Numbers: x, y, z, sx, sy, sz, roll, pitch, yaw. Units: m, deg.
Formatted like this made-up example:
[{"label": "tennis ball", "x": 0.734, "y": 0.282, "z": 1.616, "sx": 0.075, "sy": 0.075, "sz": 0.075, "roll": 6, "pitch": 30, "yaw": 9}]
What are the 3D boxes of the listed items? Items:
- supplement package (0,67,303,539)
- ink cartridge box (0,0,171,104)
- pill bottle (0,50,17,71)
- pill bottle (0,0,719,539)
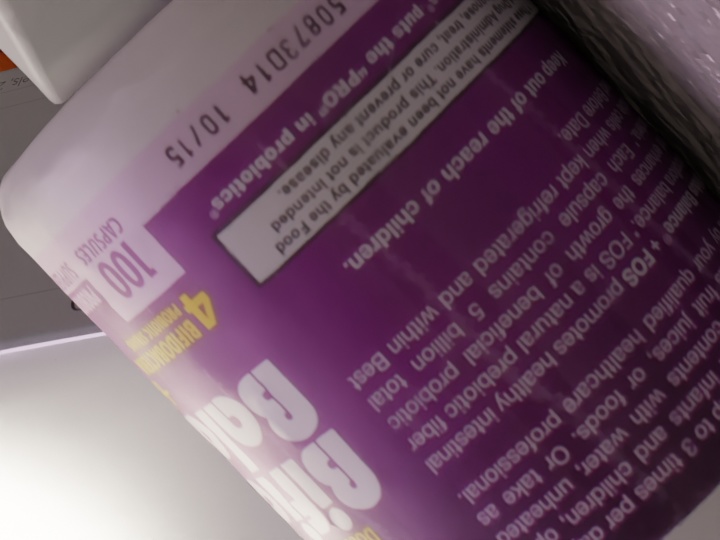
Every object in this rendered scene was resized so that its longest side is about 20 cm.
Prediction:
[{"label": "supplement package", "x": -0.055, "y": 0.026, "z": 0.728, "sx": 0.200, "sy": 0.111, "sz": 0.156, "roll": -11, "pitch": 137, "yaw": 33}, {"label": "ink cartridge box", "x": -0.110, "y": -0.141, "z": 0.541, "sx": 0.200, "sy": 0.084, "sz": 0.145, "roll": 45, "pitch": 175, "yaw": 3}, {"label": "pill bottle", "x": -0.164, "y": -0.100, "z": 0.905, "sx": 0.110, "sy": 0.109, "sz": 0.200, "roll": 52, "pitch": -163, "yaw": -56}, {"label": "pill bottle", "x": 0.031, "y": 0.020, "z": 0.525, "sx": 0.200, "sy": 0.112, "sz": 0.112, "roll": 46, "pitch": 176, "yaw": -3}]
